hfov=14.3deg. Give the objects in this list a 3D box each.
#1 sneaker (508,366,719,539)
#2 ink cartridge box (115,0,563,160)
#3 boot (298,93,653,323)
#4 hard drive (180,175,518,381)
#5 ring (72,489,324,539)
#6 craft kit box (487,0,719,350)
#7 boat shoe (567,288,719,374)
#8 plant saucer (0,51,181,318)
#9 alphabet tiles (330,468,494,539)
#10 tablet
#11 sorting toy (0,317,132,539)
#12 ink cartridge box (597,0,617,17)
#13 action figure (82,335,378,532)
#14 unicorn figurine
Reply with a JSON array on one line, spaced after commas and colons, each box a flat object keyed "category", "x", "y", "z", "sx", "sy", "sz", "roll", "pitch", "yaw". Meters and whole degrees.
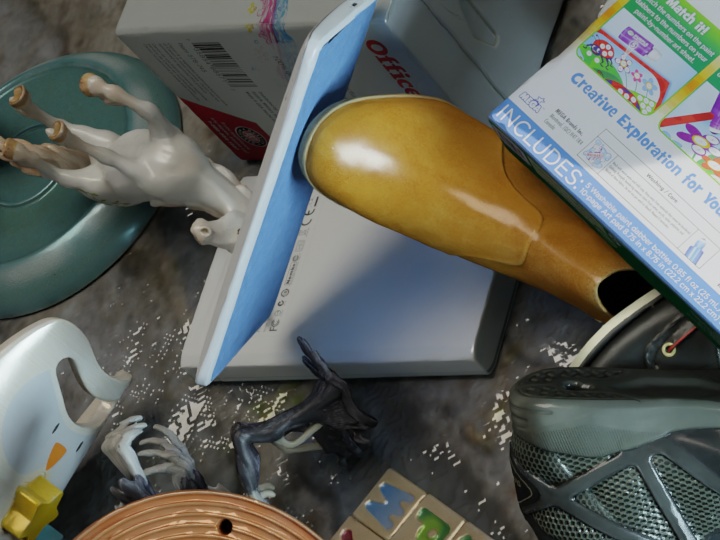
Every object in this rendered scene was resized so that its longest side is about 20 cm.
[{"category": "sneaker", "x": 0.172, "y": 0.109, "z": 1.392, "sx": 0.199, "sy": 0.114, "sz": 0.076, "roll": 0, "pitch": 19, "yaw": 3}, {"category": "ink cartridge box", "x": -0.006, "y": -0.158, "z": 1.661, "sx": 0.200, "sy": 0.145, "sz": 0.145, "roll": 3, "pitch": 61, "yaw": 36}, {"category": "boot", "x": 0.079, "y": -0.025, "z": 1.468, "sx": 0.144, "sy": 0.201, "sz": 0.071, "roll": 41, "pitch": 111, "yaw": 51}, {"category": "hard drive", "x": 0.000, "y": 0.000, "z": 1.625, "sx": 0.200, "sy": 0.026, "sz": 0.132, "roll": -3, "pitch": 57, "yaw": 34}, {"category": "ring", "x": -0.080, "y": 0.211, "z": 1.456, "sx": 0.200, "sy": 0.019, "sz": 0.201, "roll": 0, "pitch": 88, "yaw": 14}, {"category": "craft kit box", "x": 0.200, "y": -0.075, "z": 1.414, "sx": 0.198, "sy": 0.049, "sz": 0.200, "roll": -43, "pitch": 60, "yaw": -2}, {"category": "boat shoe", "x": 0.169, "y": 0.041, "z": 1.437, "sx": 0.201, "sy": 0.074, "sz": 0.063, "roll": -43, "pitch": 55, "yaw": 4}, {"category": "plant saucer", "x": -0.204, "y": -0.062, "z": 1.818, "sx": 0.200, "sy": 0.027, "sz": 0.200, "roll": -20, "pitch": 49, "yaw": 24}, {"category": "alphabet tiles", "x": 0.004, "y": 0.214, "z": 1.476, "sx": 0.200, "sy": 0.008, "sz": 0.167, "roll": -51, "pitch": 45, "yaw": -7}, {"category": "tablet", "x": -0.040, "y": -0.045, "z": 1.504, "sx": 0.014, "sy": 0.130, "sz": 0.200, "roll": 22, "pitch": 111, "yaw": 7}, {"category": "sorting toy", "x": -0.204, "y": 0.110, "z": 1.592, "sx": 0.107, "sy": 0.200, "sz": 0.180, "roll": 38, "pitch": 85, "yaw": 23}, {"category": "ink cartridge box", "x": 0.243, "y": -0.174, "z": 1.538, "sx": 0.147, "sy": 0.083, "sz": 0.200, "roll": 22, "pitch": 74, "yaw": 44}, {"category": "action figure", "x": -0.090, "y": 0.120, "z": 1.539, "sx": 0.200, "sy": 0.119, "sz": 0.102, "roll": -42, "pitch": 85, "yaw": -4}, {"category": "unicorn figurine", "x": -0.128, "y": -0.058, "z": 1.670, "sx": 0.074, "sy": 0.137, "sz": 0.200, "roll": -59, "pitch": 29, "yaw": 0}]
